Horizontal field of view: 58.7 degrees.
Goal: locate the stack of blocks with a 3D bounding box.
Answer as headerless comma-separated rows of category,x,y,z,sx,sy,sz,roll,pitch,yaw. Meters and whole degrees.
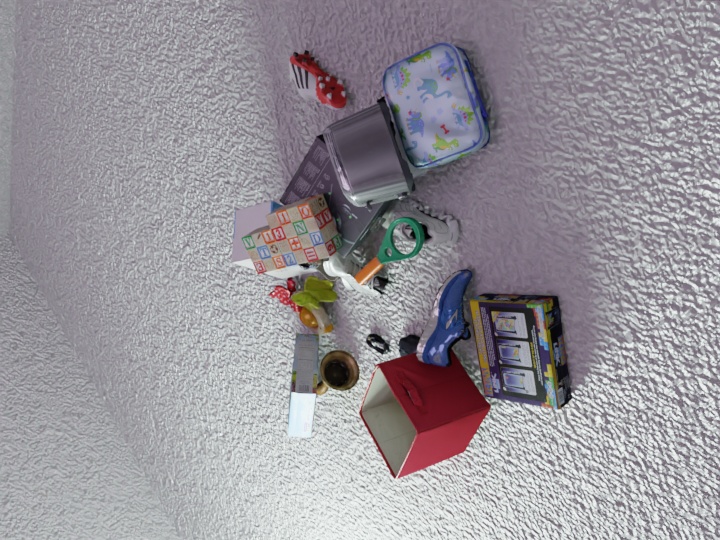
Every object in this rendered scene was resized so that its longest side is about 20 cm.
stack of blocks,-0.147,-0.072,1.310,0.199,0.059,0.116,-13,106,34

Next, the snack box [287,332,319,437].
snack box,-0.144,0.287,1.614,0.201,0.067,0.170,-94,10,-51

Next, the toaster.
toaster,0.013,-0.212,1.168,0.128,0.114,0.201,-19,84,5

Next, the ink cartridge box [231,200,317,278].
ink cartridge box,-0.188,-0.066,1.520,0.124,0.199,0.130,-10,72,34

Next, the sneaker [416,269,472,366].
sneaker,0.184,0.095,1.255,0.089,0.078,0.201,20,90,21

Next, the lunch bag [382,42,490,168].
lunch bag,0.140,-0.294,1.153,0.160,0.082,0.201,-19,92,26

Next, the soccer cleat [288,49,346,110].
soccer cleat,-0.096,-0.401,1.406,0.200,0.068,0.085,50,143,26

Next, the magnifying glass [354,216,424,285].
magnifying glass,0.054,-0.033,1.282,0.200,0.022,0.080,-42,72,37

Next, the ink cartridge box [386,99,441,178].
ink cartridge box,0.065,-0.258,1.306,0.199,0.050,0.163,-12,96,55

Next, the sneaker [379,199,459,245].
sneaker,0.101,-0.095,1.296,0.199,0.081,0.076,20,121,43

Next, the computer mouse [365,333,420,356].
computer mouse,0.080,0.174,1.453,0.199,0.034,0.059,1,106,47

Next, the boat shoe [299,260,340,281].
boat shoe,-0.114,-0.040,1.416,0.072,0.073,0.200,-13,124,44

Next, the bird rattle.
bird rattle,-0.143,0.095,1.618,0.199,0.113,0.164,-10,114,51

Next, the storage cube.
storage cube,0.124,0.283,1.301,0.171,0.179,0.201,57,146,36

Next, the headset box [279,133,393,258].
headset box,-0.035,-0.153,1.307,0.200,0.093,0.175,40,123,7

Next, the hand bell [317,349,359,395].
hand bell,-0.083,0.285,1.648,0.105,0.104,0.200,59,150,12

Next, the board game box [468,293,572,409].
board game box,0.297,0.146,1.195,0.165,0.056,0.202,2,106,49

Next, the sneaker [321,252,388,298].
sneaker,0.000,0.000,1.389,0.115,0.200,0.076,15,76,27
